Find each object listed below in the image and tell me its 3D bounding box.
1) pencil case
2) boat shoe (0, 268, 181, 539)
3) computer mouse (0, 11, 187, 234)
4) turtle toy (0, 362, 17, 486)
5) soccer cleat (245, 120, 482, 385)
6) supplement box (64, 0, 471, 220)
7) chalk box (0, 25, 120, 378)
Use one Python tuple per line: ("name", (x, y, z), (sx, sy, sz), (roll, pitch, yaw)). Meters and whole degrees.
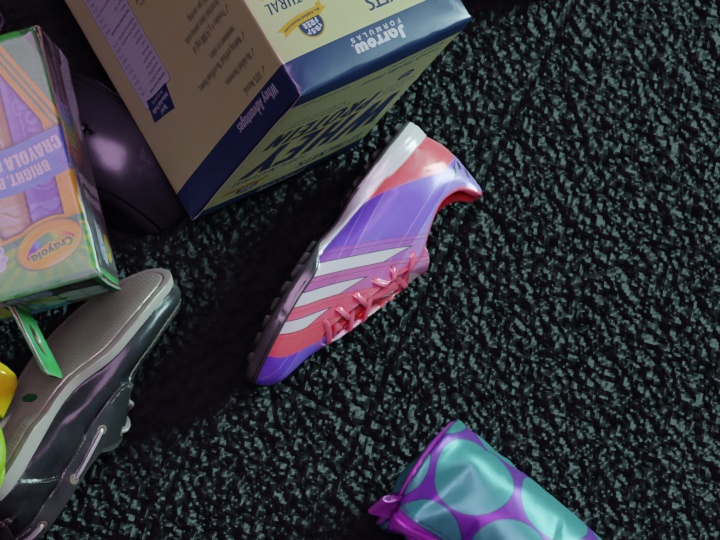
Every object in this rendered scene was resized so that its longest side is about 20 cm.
("pencil case", (0.104, 0.187, 1.684), (0.200, 0.085, 0.092), (41, 47, 5))
("boat shoe", (-0.176, 0.084, 1.701), (0.200, 0.072, 0.068), (-54, 125, -21))
("computer mouse", (-0.210, -0.073, 1.734), (0.200, 0.046, 0.141), (36, 75, 3))
("turtle toy", (-0.277, 0.102, 1.624), (0.199, 0.101, 0.146), (10, 70, 41))
("soccer cleat", (0.000, 0.000, 1.730), (0.073, 0.068, 0.200), (35, 74, -1))
("supplement box", (-0.069, -0.173, 1.679), (0.134, 0.200, 0.200), (-26, 81, -30))
("chalk box", (-0.222, -0.030, 1.652), (0.123, 0.124, 0.201), (-13, 85, 0))
